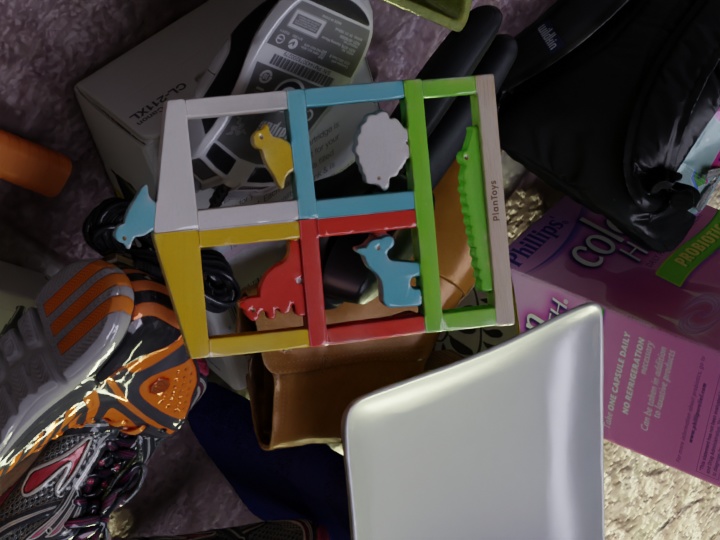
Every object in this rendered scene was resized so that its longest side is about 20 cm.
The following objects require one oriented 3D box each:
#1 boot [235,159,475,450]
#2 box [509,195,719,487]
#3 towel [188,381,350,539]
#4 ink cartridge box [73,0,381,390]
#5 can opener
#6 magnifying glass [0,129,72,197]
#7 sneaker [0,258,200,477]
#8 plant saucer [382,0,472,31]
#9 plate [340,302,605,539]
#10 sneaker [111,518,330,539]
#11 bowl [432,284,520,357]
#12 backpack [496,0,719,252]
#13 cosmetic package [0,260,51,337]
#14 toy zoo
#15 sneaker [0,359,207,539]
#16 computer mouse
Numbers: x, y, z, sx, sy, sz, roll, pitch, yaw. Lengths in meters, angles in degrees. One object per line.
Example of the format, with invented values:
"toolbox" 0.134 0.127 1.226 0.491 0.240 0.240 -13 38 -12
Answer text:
"boot" 0.000 0.000 1.230 0.144 0.071 0.202 -4 100 -28
"box" 0.201 0.033 1.425 0.176 0.200 0.097 -38 143 -51
"towel" -0.008 0.143 1.362 0.050 0.200 0.148 -51 141 -20
"ink cartridge box" -0.060 -0.055 1.259 0.146 0.083 0.200 -34 135 -18
"can opener" 0.028 -0.059 1.191 0.200 0.078 0.063 -56 152 -24
"magnifying glass" -0.231 -0.077 1.139 0.200 0.022 0.080 21 103 -48
"sneaker" -0.160 0.077 1.168 0.200 0.078 0.112 -36 147 24
"plant saucer" -0.010 -0.246 1.152 0.199 0.048 0.201 16 80 -46
"plate" 0.063 0.132 1.252 0.200 0.032 0.200 -20 118 -37
"sneaker" -0.113 0.194 1.340 0.200 0.081 0.075 -17 133 12
"bowl" 0.030 0.062 1.373 0.094 0.201 0.201 0 121 -13
"backpack" 0.192 -0.129 1.393 0.200 0.167 0.127 -55 158 0
"cosmetic package" -0.249 0.025 1.174 0.200 0.051 0.083 19 104 -47
"toy zoo" -0.025 -0.027 1.106 0.199 0.020 0.132 -6 94 -9
"sneaker" -0.160 0.122 1.268 0.200 0.075 0.081 -45 139 10
"computer mouse" -0.063 -0.074 1.151 0.110 0.044 0.200 21 109 -42
